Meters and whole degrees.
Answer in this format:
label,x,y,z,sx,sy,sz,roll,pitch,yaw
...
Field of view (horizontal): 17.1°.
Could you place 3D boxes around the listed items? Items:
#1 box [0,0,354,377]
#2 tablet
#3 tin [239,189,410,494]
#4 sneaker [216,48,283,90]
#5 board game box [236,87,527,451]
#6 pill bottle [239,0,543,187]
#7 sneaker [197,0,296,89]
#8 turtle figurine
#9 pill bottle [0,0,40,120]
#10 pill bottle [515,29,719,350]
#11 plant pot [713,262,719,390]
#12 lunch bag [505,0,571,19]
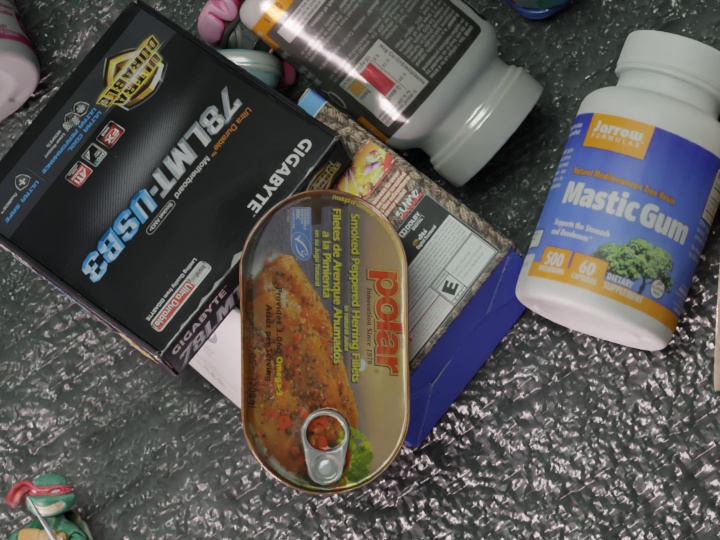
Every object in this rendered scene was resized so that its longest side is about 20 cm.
label,x,y,z,sx,sy,sz,roll,pitch,yaw
box,-0.141,-0.060,1.655,0.198,0.050,0.200,35,81,26
tablet,-0.105,0.049,1.694,0.200,0.130,0.014,38,64,25
tin,-0.022,0.047,1.580,0.112,0.042,0.200,0,90,5
sneaker,-0.130,-0.078,1.755,0.200,0.080,0.131,-21,69,36
board game box,0.000,0.000,1.681,0.200,0.097,0.159,39,90,25
pill bottle,0.023,-0.157,1.673,0.200,0.116,0.116,41,91,-5
sneaker,-0.029,-0.213,1.757,0.200,0.079,0.095,-47,71,28
turtle figurine,-0.229,0.220,1.704,0.150,0.101,0.200,-2,89,35
pill bottle,-0.333,-0.215,1.860,0.113,0.113,0.200,-30,67,10
pill bottle,0.188,-0.056,1.620,0.112,0.112,0.200,16,82,24
plant pot,0.325,-0.014,1.527,0.183,0.200,0.201,5,76,10
lunch bag,0.118,-0.292,1.731,0.161,0.082,0.200,-41,65,4
